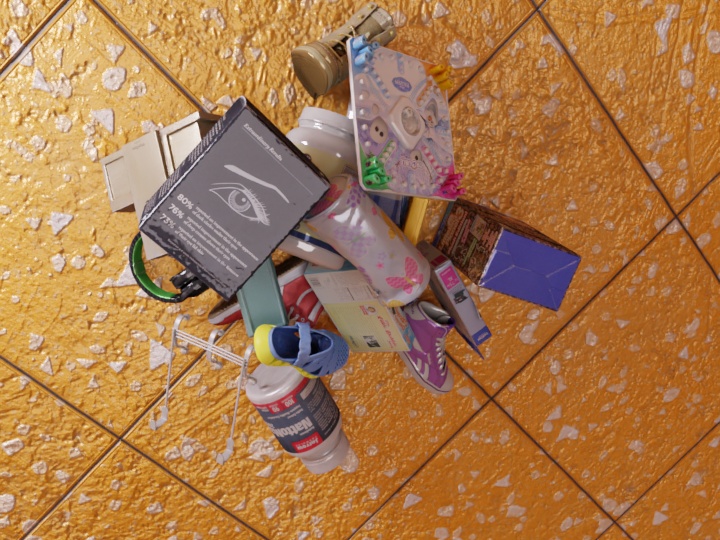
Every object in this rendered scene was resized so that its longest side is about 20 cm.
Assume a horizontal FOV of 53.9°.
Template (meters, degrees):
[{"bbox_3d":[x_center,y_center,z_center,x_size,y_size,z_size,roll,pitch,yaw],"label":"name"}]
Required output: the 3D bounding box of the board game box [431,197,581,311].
[{"bbox_3d":[0.234,-0.032,1.167,0.157,0.200,0.098,17,104,-22],"label":"board game box"}]

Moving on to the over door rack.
[{"bbox_3d":[-0.248,0.186,1.144,0.146,0.067,0.203,20,104,16],"label":"over door rack"}]

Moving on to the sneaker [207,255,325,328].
[{"bbox_3d":[-0.144,0.064,1.165,0.198,0.071,0.114,-29,112,-6],"label":"sneaker"}]

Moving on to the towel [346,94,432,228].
[{"bbox_3d":[0.026,-0.177,1.079,0.024,0.145,0.204,3,101,-58],"label":"towel"}]

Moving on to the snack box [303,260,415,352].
[{"bbox_3d":[0.002,0.059,1.157,0.114,0.037,0.201,-4,134,28],"label":"snack box"}]

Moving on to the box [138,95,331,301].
[{"bbox_3d":[-0.158,-0.092,0.889,0.200,0.104,0.148,-46,113,5],"label":"box"}]

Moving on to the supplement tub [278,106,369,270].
[{"bbox_3d":[-0.061,-0.117,1.027,0.143,0.145,0.203,20,88,-22],"label":"supplement tub"}]

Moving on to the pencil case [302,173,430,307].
[{"bbox_3d":[0.010,-0.037,0.951,0.090,0.084,0.200,-30,122,22],"label":"pencil case"}]

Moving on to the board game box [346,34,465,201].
[{"bbox_3d":[0.069,-0.204,0.970,0.198,0.026,0.204,1,81,-45],"label":"board game box"}]

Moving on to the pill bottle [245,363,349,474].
[{"bbox_3d":[-0.100,0.248,1.219,0.119,0.120,0.202,-31,115,-3],"label":"pill bottle"}]

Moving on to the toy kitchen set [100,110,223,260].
[{"bbox_3d":[-0.237,-0.110,1.041,0.197,0.180,0.166,-16,86,29],"label":"toy kitchen set"}]

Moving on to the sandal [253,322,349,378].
[{"bbox_3d":[-0.074,0.124,1.114,0.199,0.086,0.081,14,66,-55],"label":"sandal"}]

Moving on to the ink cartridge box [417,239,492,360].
[{"bbox_3d":[0.161,0.049,1.221,0.042,0.119,0.202,-32,115,-5],"label":"ink cartridge box"}]

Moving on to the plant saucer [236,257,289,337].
[{"bbox_3d":[-0.166,0.003,1.097,0.069,0.019,0.203,-16,103,-12],"label":"plant saucer"}]

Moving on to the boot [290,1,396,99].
[{"bbox_3d":[-0.018,-0.315,0.991,0.155,0.200,0.073,-38,98,-1],"label":"boot"}]

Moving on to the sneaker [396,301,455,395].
[{"bbox_3d":[0.133,0.137,1.248,0.113,0.073,0.201,-25,120,28],"label":"sneaker"}]

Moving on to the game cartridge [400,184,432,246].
[{"bbox_3d":[0.079,-0.064,1.113,0.032,0.200,0.179,15,107,0],"label":"game cartridge"}]

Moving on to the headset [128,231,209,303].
[{"bbox_3d":[-0.264,-0.014,1.061,0.197,0.094,0.126,-9,105,17],"label":"headset"}]
